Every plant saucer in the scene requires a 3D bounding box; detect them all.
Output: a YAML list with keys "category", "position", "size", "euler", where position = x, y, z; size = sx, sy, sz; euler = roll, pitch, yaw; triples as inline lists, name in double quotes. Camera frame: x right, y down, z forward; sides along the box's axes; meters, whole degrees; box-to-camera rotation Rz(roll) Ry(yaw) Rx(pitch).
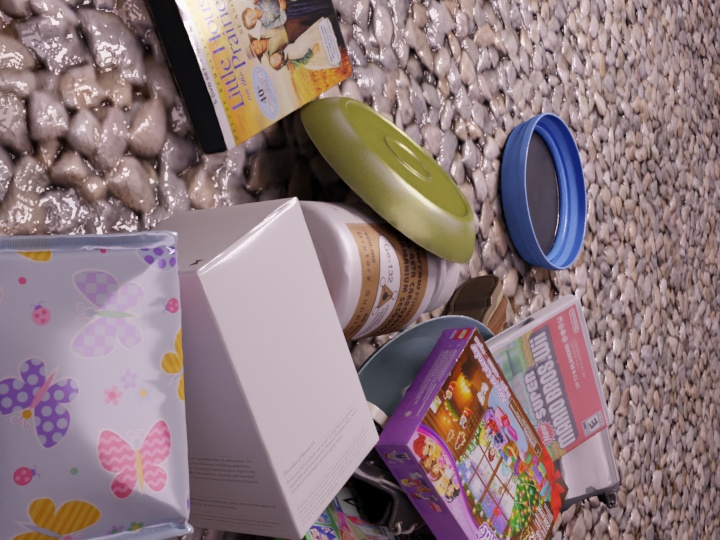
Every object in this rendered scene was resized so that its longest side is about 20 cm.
- category: "plant saucer"
  position: [0.046, 0.124, 0.881]
  size: [0.199, 0.039, 0.203]
  euler: [-18, 125, -27]
- category: "plant saucer"
  position: [0.033, -0.088, 0.834]
  size: [0.199, 0.031, 0.200]
  euler: [37, 20, -16]

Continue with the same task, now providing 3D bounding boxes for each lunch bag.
- category: "lunch bag"
  position: [-0.197, 0.068, 0.499]
  size: [0.198, 0.127, 0.172]
  euler: [-1, 86, -27]

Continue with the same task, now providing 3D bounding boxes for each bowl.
- category: "bowl"
  position: [0.238, -0.101, 1.234]
  size: [0.200, 0.039, 0.203]
  euler: [8, 80, -55]

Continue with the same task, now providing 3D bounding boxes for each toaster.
- category: "toaster"
  position: [0.193, 0.179, 1.019]
  size: [0.113, 0.200, 0.131]
  euler: [-10, 90, -21]

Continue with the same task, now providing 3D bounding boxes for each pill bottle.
- category: "pill bottle"
  position: [0.000, 0.000, 0.812]
  size: [0.199, 0.113, 0.116]
  euler: [-4, 90, -56]

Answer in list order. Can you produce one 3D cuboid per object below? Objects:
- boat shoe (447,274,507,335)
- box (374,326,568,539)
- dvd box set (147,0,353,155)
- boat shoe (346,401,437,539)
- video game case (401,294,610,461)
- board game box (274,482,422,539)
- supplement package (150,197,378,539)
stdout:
- category: "boat shoe"
  position: [0.114, 0.080, 1.007]
  size: [0.200, 0.071, 0.069]
  euler: [-44, 121, -48]
- category: "box"
  position: [0.102, 0.169, 0.811]
  size: [0.201, 0.039, 0.137]
  euler: [58, 47, -24]
- category: "dvd box set"
  position: [-0.084, -0.199, 0.782]
  size: [0.200, 0.029, 0.148]
  euler: [-42, 121, -49]
- category: "boat shoe"
  position: [0.026, 0.191, 0.807]
  size: [0.200, 0.071, 0.068]
  euler: [51, 51, -28]
- category: "video game case"
  position: [0.141, 0.128, 0.887]
  size: [0.199, 0.017, 0.144]
  euler: [-27, 110, -21]
- category: "board game box"
  position: [0.004, 0.237, 0.779]
  size: [0.200, 0.029, 0.135]
  euler: [30, 25, -53]
- category: "supplement package"
  position: [-0.088, 0.067, 0.672]
  size: [0.120, 0.120, 0.202]
  euler: [-43, 122, -49]
